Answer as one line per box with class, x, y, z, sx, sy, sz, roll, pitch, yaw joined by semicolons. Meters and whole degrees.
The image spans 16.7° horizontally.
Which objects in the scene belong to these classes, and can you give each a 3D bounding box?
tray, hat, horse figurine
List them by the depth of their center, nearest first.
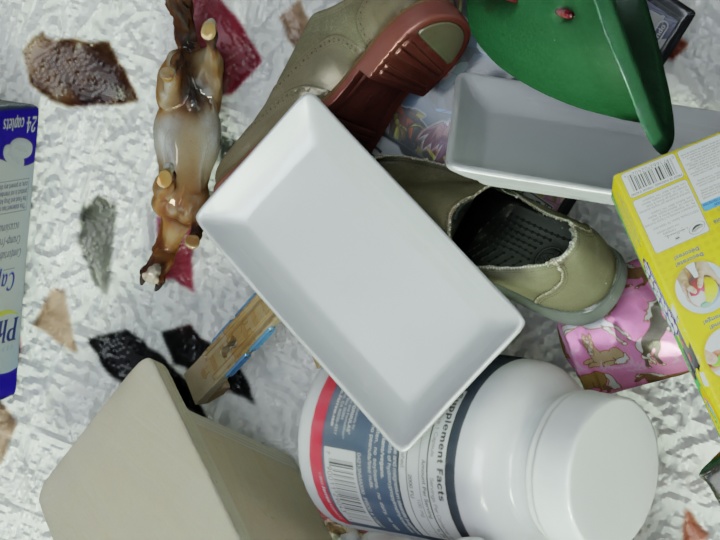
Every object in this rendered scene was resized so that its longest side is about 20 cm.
hat;0.070;-0.135;1.410;0.175;0.166;0.201;-17;49;14
tray;0.150;-0.066;1.432;0.198;0.108;0.022;9;124;1
tray;0.000;0.000;1.436;0.107;0.022;0.200;-47;68;12
horse figurine;-0.112;-0.088;1.543;0.050;0.133;0.202;2;89;-4

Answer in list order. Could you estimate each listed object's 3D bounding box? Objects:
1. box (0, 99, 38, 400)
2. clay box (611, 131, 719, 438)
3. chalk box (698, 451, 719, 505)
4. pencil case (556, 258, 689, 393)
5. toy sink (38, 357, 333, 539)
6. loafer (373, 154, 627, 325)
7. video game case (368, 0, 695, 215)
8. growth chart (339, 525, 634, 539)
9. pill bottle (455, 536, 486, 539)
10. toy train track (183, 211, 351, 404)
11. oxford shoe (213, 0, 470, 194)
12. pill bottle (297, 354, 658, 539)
box;-0.322;-0.020;1.615;0.183;0.105;0.202;8;99;18
clay box;0.228;0.021;1.339;0.114;0.048;0.201;-22;76;-3
chalk box;0.317;0.109;1.413;0.199;0.124;0.125;-32;85;17
pencil case;0.213;0.011;1.456;0.199;0.083;0.087;-17;84;19
toy sink;-0.101;0.175;1.545;0.131;0.112;0.200;-51;40;15
loafer;0.064;-0.031;1.456;0.199;0.070;0.076;17;69;29
video game case;0.078;-0.124;1.516;0.180;0.025;0.201;35;105;12
growth chart;0.077;0.174;1.501;0.199;0.145;0.018;-12;128;16
pill bottle;0.004;0.239;1.410;0.199;0.113;0.114;-27;87;25
toy train track;-0.051;0.025;1.538;0.200;0.032;0.115;-46;59;45
oxford shoe;-0.019;-0.113;1.512;0.200;0.070;0.075;-39;56;20
pill bottle;0.072;0.108;1.459;0.199;0.119;0.121;6;99;41
